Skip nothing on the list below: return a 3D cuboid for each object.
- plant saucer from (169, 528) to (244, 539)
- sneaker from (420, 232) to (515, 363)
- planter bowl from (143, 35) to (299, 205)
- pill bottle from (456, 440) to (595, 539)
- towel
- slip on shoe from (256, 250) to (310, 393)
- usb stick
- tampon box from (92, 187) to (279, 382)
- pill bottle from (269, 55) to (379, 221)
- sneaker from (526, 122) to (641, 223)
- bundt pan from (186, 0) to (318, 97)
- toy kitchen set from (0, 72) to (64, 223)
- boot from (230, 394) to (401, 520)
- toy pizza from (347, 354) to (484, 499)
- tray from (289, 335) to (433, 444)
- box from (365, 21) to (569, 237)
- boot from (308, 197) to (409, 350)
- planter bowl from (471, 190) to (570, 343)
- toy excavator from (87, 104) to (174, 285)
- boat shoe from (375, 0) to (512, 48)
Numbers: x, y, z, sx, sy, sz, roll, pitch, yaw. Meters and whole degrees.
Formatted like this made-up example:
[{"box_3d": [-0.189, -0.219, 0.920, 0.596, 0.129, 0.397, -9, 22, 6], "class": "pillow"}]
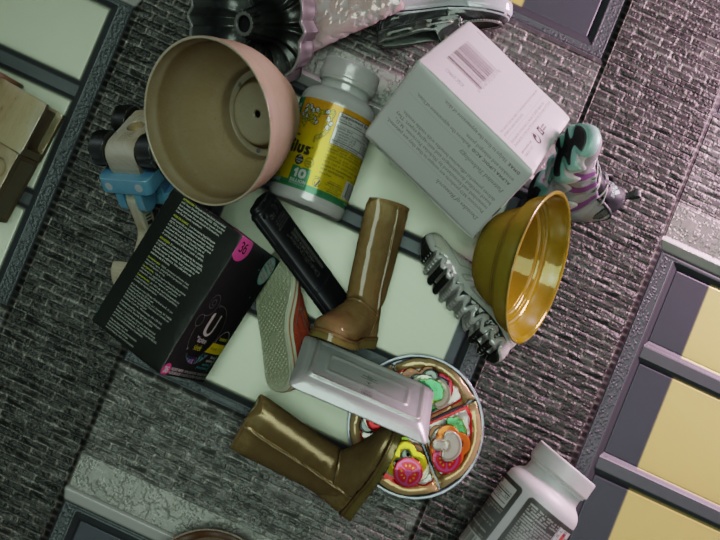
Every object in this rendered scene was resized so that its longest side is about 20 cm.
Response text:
[{"box_3d": [-0.212, 0.460, 1.223, 0.195, 0.034, 0.206, 0, 88, -1], "class": "plant saucer"}, {"box_3d": [0.156, 0.028, 1.227, 0.080, 0.075, 0.202, -34, 88, -20], "class": "sneaker"}, {"box_3d": [-0.160, -0.196, 1.119, 0.196, 0.134, 0.206, 8, 108, 27], "class": "planter bowl"}, {"box_3d": [0.222, 0.342, 1.188, 0.115, 0.116, 0.201, 38, 89, 1], "class": "pill bottle"}, {"box_3d": [-0.057, -0.415, 1.224, 0.196, 0.032, 0.195, -20, 88, 17], "class": "towel"}, {"box_3d": [-0.102, 0.069, 1.225, 0.073, 0.061, 0.205, -14, 75, 35], "class": "slip on shoe"}, {"box_3d": [-0.081, -0.016, 1.195, 0.032, 0.056, 0.201, -16, 120, 37], "class": "usb stick"}, {"box_3d": [-0.226, 0.024, 1.164, 0.125, 0.150, 0.202, 32, 88, 17], "class": "tampon box"}, {"box_3d": [-0.044, -0.182, 1.203, 0.110, 0.113, 0.204, 20, 89, 0], "class": "pill bottle"}, {"box_3d": [0.317, -0.121, 1.171, 0.136, 0.200, 0.080, 14, 70, -5], "class": "sneaker"}, {"box_3d": [-0.137, -0.336, 1.193, 0.198, 0.075, 0.207, 9, 107, 30], "class": "bundt pan"}, {"box_3d": [-0.546, -0.199, 1.174, 0.197, 0.163, 0.183, 29, 88, 1], "class": "toy kitchen set"}, {"box_3d": [-0.060, 0.231, 1.184, 0.198, 0.066, 0.177, 33, 113, 1], "class": "boot"}, {"box_3d": [0.078, 0.221, 1.232, 0.195, 0.032, 0.206, 0, 88, 0], "class": "toy pizza"}, {"box_3d": [0.008, 0.151, 1.162, 0.196, 0.108, 0.022, 24, 125, -4], "class": "tray"}, {"box_3d": [0.144, -0.189, 1.148, 0.200, 0.199, 0.131, 43, 129, 0], "class": "box"}, {"box_3d": [0.000, 0.000, 1.177, 0.065, 0.175, 0.205, 14, 91, 17], "class": "boot"}, {"box_3d": [0.201, -0.014, 1.153, 0.082, 0.199, 0.205, 18, 88, 29], "class": "planter bowl"}, {"box_3d": [-0.297, -0.099, 1.203, 0.097, 0.196, 0.203, 4, 131, 18], "class": "toy excavator"}, {"box_3d": [0.116, -0.342, 1.233, 0.195, 0.072, 0.073, -1, 85, 10], "class": "boat shoe"}]
